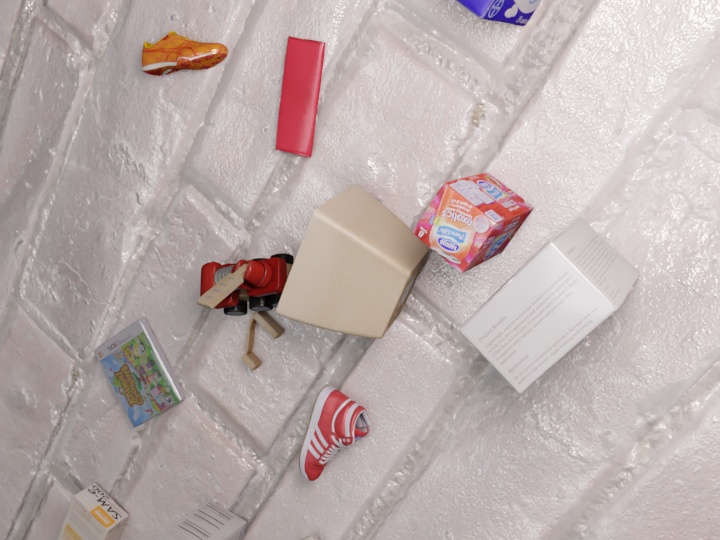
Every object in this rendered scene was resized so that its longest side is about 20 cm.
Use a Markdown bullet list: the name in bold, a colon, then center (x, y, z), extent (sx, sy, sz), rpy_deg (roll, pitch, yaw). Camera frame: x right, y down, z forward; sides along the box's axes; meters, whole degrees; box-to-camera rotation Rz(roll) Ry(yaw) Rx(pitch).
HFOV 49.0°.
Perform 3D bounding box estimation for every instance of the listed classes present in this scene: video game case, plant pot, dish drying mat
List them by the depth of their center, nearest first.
- **plant pot**: center (0.000, 0.000, 1.328), extent (0.176, 0.200, 0.201), rpy_deg (28, 115, 9)
- **dish drying mat**: center (-0.107, -0.308, 1.404), extent (0.076, 0.018, 0.201), rpy_deg (17, 109, 24)
- **video game case**: center (-0.492, 0.229, 1.753), extent (0.182, 0.022, 0.201), rpy_deg (-30, 87, 32)

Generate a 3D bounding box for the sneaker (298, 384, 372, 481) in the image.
- **sneaker**: center (-0.046, 0.329, 1.498), extent (0.112, 0.071, 0.201), rpy_deg (22, 110, 26)

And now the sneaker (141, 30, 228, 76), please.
- **sneaker**: center (-0.335, -0.413, 1.477), extent (0.199, 0.073, 0.078), rpy_deg (3, 94, 26)

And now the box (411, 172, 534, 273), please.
- **box**: center (0.174, -0.077, 1.195), extent (0.100, 0.200, 0.096), rpy_deg (40, 116, 15)

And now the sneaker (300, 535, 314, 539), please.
- **sneaker**: center (-0.133, 0.618, 1.620), extent (0.085, 0.075, 0.200), rpy_deg (49, 130, 12)

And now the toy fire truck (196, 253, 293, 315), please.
- **toy fire truck**: center (-0.234, 0.028, 1.433), extent (0.175, 0.200, 0.130), rpy_deg (-10, 72, 31)

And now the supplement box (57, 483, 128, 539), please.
- **supplement box**: center (-0.653, 0.637, 1.915), extent (0.126, 0.073, 0.201), rpy_deg (36, 117, 17)

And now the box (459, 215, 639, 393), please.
- **box**: center (0.281, 0.046, 1.167), extent (0.131, 0.200, 0.199), rpy_deg (47, 120, 9)

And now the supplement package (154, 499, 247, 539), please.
- **supplement package**: center (-0.345, 0.593, 1.656), extent (0.109, 0.200, 0.115), rpy_deg (22, 111, 22)

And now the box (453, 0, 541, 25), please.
- **box**: center (0.216, -0.454, 1.087), extent (0.105, 0.184, 0.201), rpy_deg (41, 119, 15)

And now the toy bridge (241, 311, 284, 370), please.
- **toy bridge**: center (-0.180, 0.103, 1.542), extent (0.067, 0.027, 0.200), rpy_deg (43, 118, 15)
